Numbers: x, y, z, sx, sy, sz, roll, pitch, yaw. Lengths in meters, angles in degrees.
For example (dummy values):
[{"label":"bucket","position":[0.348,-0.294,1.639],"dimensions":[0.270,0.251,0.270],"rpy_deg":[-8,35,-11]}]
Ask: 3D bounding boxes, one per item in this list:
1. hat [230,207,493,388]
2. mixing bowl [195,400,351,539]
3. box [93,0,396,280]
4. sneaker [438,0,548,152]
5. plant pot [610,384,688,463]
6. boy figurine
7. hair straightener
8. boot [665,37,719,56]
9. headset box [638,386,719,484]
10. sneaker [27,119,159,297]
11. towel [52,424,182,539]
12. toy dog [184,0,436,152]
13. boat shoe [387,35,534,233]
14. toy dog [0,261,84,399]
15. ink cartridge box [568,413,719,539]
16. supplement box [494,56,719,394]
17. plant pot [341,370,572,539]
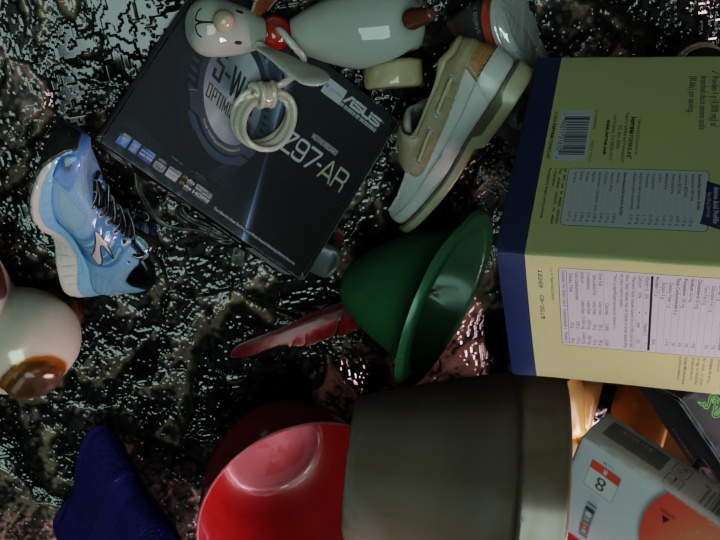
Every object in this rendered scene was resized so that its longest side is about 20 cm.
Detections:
[{"label":"hat","position":[0.000,0.000,0.809],"dimensions":[0.174,0.200,0.167],"rpy_deg":[26,145,21]},{"label":"mixing bowl","position":[-0.072,0.204,0.866],"dimensions":[0.197,0.108,0.203],"rpy_deg":[-9,117,-19]},{"label":"box","position":[-0.089,-0.113,0.728],"dimensions":[0.199,0.043,0.161],"rpy_deg":[36,81,-19]},{"label":"sneaker","position":[0.130,-0.147,0.766],"dimensions":[0.081,0.078,0.201],"rpy_deg":[-7,129,35]},{"label":"plant pot","position":[0.327,0.156,0.833],"dimensions":[0.197,0.183,0.204],"rpy_deg":[-1,95,-7]},{"label":"boy figurine","position":[0.188,0.138,0.895],"dimensions":[0.123,0.065,0.203],"rpy_deg":[-19,114,-7]},{"label":"hair straightener","position":[-0.105,-0.043,0.776],"dimensions":[0.198,0.077,0.041],"rpy_deg":[26,121,-17]},{"label":"boot","position":[0.334,-0.092,0.759],"dimensions":[0.077,0.139,0.200],"rpy_deg":[-38,113,13]},{"label":"headset box","position":[0.336,0.104,0.690],"dimensions":[0.199,0.093,0.175],"rpy_deg":[-36,98,-2]},{"label":"sneaker","position":[-0.209,-0.046,0.733],"dimensions":[0.088,0.079,0.201],"rpy_deg":[7,148,2]},{"label":"towel","position":[-0.225,0.267,0.857],"dimensions":[0.049,0.200,0.149],"rpy_deg":[0,125,-44]},{"label":"toy dog","position":[-0.022,-0.182,0.675],"dimensions":[0.198,0.096,0.134],"rpy_deg":[-27,102,-17]},{"label":"boat shoe","position":[0.065,-0.112,0.741],"dimensions":[0.068,0.075,0.201],"rpy_deg":[33,137,-2]},{"label":"toy dog","position":[-0.332,0.027,0.764],"dimensions":[0.193,0.140,0.200],"rpy_deg":[-38,119,16]},{"label":"ink cartridge box","position":[0.220,0.236,0.699],"dimensions":[0.050,0.161,0.203],"rpy_deg":[-22,135,-45]},{"label":"supplement box","position":[0.213,-0.036,0.628],"dimensions":[0.197,0.202,0.135],"rpy_deg":[4,141,19]},{"label":"plant pot","position":[0.075,0.171,0.742],"dimensions":[0.170,0.201,0.203],"rpy_deg":[6,115,4]}]
